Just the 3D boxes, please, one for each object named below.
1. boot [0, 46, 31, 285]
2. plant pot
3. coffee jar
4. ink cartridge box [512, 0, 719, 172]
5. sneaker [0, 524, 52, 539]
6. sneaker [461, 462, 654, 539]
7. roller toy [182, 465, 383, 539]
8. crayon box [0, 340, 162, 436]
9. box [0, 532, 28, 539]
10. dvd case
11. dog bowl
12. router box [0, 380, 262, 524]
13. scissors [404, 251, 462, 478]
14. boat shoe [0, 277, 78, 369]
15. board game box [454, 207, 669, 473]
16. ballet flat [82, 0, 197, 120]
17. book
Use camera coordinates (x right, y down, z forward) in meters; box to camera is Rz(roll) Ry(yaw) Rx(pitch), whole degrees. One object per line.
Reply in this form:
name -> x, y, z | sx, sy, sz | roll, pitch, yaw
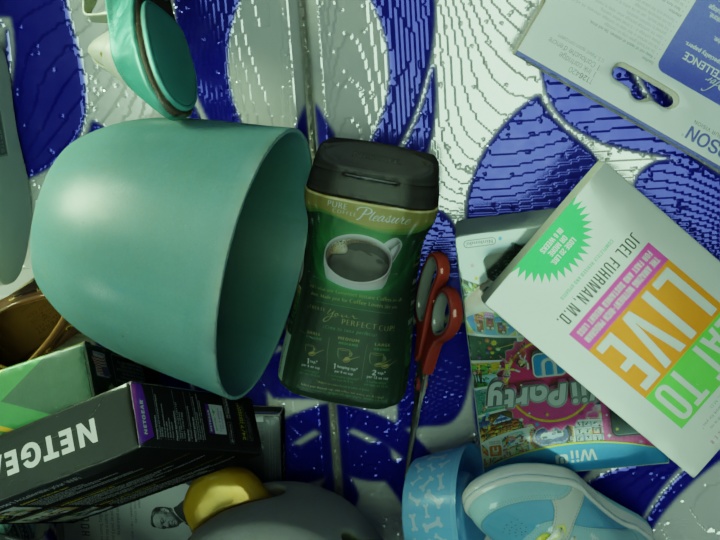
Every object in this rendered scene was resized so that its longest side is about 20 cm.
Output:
boot -> -0.327, -0.086, 0.885 | 0.095, 0.074, 0.200 | -3, 94, 12
plant pot -> -0.142, -0.023, 0.818 | 0.161, 0.201, 0.201 | 14, 104, 12
coffee jar -> 0.000, 0.000, 0.859 | 0.104, 0.085, 0.200 | 11, 105, 3
ink cartridge box -> 0.244, -0.201, 0.812 | 0.197, 0.047, 0.200 | 29, 106, -3
sneaker -> -0.368, 0.205, 0.936 | 0.200, 0.086, 0.078 | 1, 104, 13
sneaker -> 0.168, 0.228, 0.837 | 0.200, 0.131, 0.080 | 26, 122, -28
roller toy -> -0.065, 0.266, 0.876 | 0.200, 0.140, 0.183 | 20, 99, 3
crayon box -> -0.269, 0.115, 0.868 | 0.200, 0.127, 0.051 | -18, 75, 12
box -> -0.296, 0.274, 0.901 | 0.200, 0.048, 0.193 | 21, 139, -18
dvd case -> -0.164, 0.186, 0.949 | 0.200, 0.025, 0.151 | 2, 103, 6
dog bowl -> 0.077, 0.239, 0.899 | 0.049, 0.111, 0.200 | -6, 103, 20
router box -> -0.197, 0.142, 0.833 | 0.200, 0.149, 0.051 | -23, 70, 23
scissors -> 0.050, 0.078, 0.904 | 0.014, 0.073, 0.200 | -3, 129, -19
boat shoe -> -0.303, 0.063, 0.912 | 0.200, 0.068, 0.072 | -34, 98, 12
board game box -> 0.158, 0.054, 0.868 | 0.147, 0.064, 0.200 | -7, 104, 7
ballet flat -> -0.168, -0.185, 0.814 | 0.070, 0.067, 0.200 | -22, 66, 21
book -> 0.207, 0.034, 0.809 | 0.200, 0.048, 0.134 | 39, 98, -3
